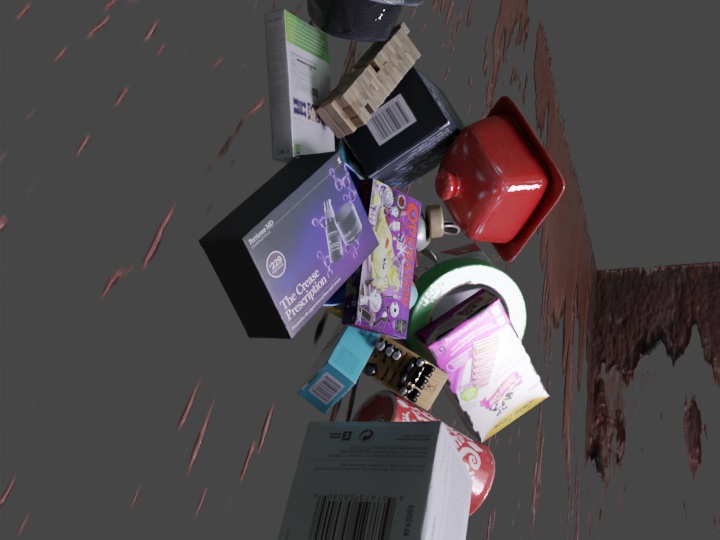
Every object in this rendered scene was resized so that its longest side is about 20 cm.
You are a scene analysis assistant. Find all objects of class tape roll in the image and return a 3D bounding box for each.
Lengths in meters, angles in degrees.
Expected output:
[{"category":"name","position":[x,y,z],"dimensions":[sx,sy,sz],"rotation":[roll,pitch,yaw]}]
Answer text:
[{"category":"tape roll","position":[0.164,0.081,1.488],"dimensions":[0.048,0.200,0.201],"rotation":[-136,-149,-66]}]

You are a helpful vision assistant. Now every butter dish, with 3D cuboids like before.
[{"category":"butter dish","position":[0.180,-0.134,1.425],"dimensions":[0.148,0.199,0.200],"rotation":[-7,57,-30]}]

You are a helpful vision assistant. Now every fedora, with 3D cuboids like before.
[{"category":"fedora","position":[-0.013,-0.382,1.338],"dimensions":[0.201,0.200,0.092],"rotation":[-44,153,-63]}]

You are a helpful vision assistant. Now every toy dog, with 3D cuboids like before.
[{"category":"toy dog","position":[0.077,-0.038,1.446],"dimensions":[0.200,0.132,0.096],"rotation":[33,54,-70]}]

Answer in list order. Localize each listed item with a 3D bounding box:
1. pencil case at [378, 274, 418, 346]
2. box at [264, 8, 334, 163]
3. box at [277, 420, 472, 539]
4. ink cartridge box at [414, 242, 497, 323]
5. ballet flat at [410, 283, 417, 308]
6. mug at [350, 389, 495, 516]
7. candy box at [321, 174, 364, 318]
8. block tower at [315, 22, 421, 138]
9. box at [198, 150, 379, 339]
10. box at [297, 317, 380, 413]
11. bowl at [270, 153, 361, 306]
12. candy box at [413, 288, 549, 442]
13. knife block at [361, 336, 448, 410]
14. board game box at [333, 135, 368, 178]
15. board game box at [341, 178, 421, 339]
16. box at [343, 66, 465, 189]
[{"category":"pencil case","position":[0.070,0.098,1.535],"dimensions":[0.087,0.087,0.200],"rotation":[-49,133,-61]},{"category":"box","position":[-0.082,-0.244,1.298],"dimensions":[0.144,0.036,0.200],"rotation":[2,85,-68]},{"category":"box","position":[0.027,0.322,1.233],"dimensions":[0.171,0.199,0.200],"rotation":[63,31,-43]},{"category":"ink cartridge box","position":[0.172,0.064,1.628],"dimensions":[0.200,0.145,0.145],"rotation":[-115,-169,-67]},{"category":"ballet flat","position":[0.000,0.000,1.401],"dimensions":[0.200,0.065,0.071],"rotation":[40,75,-29]},{"category":"mug","position":[0.075,0.292,1.408],"dimensions":[0.200,0.133,0.178],"rotation":[38,86,-25]},{"category":"candy box","position":[-0.029,-0.043,1.317],"dimensions":[0.102,0.026,0.200],"rotation":[33,64,-36]},{"category":"block tower","position":[0.016,-0.273,1.341],"dimensions":[0.058,0.054,0.200],"rotation":[50,52,-23]},{"category":"box","position":[-0.079,-0.033,1.120],"dimensions":[0.200,0.079,0.141],"rotation":[-48,122,-40]},{"category":"box","position":[-0.015,0.106,1.312],"dimensions":[0.049,0.082,0.200],"rotation":[39,36,-5]},{"category":"bowl","position":[-0.056,-0.053,1.238],"dimensions":[0.201,0.039,0.201],"rotation":[4,84,-48]},{"category":"candy box","position":[0.190,0.148,1.457],"dimensions":[0.200,0.136,0.061],"rotation":[59,-8,-24]},{"category":"knife block","position":[0.036,0.131,1.363],"dimensions":[0.176,0.200,0.064],"rotation":[36,84,-40]},{"category":"board game box","position":[-0.012,-0.098,1.452],"dimensions":[0.200,0.028,0.135],"rotation":[50,40,-56]},{"category":"board game box","position":[0.031,-0.014,1.286],"dimensions":[0.120,0.032,0.200],"rotation":[21,72,-54]},{"category":"box","position":[0.074,-0.217,1.471],"dimensions":[0.107,0.148,0.200],"rotation":[59,15,9]}]
